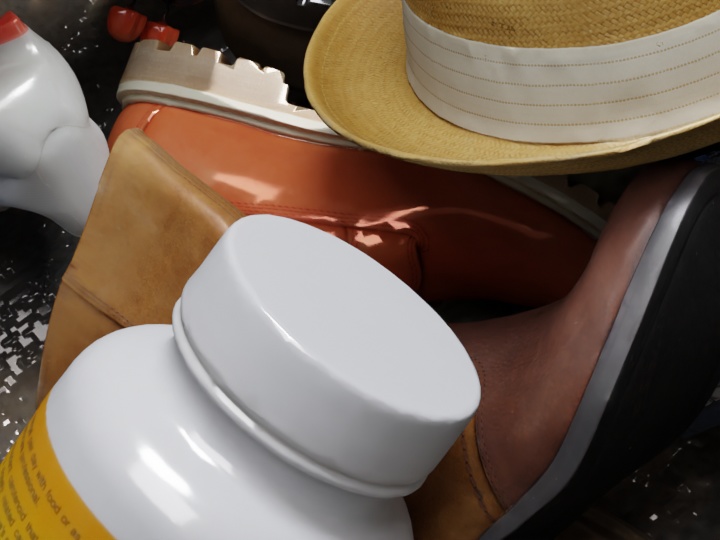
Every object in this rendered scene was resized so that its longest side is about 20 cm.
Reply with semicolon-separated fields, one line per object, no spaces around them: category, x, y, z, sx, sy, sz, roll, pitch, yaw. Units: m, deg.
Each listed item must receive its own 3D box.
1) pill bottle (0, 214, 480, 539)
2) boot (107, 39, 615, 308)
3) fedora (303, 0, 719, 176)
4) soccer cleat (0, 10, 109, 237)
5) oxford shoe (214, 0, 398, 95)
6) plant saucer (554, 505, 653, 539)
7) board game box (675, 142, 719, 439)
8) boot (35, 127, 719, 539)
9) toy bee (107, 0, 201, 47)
pill bottle;-0.055;0.087;0.727;0.111;0.111;0.200;49;115;30
boot;0.000;0.000;0.871;0.199;0.075;0.108;15;77;19
fedora;0.066;-0.102;0.769;0.200;0.082;0.201;-12;28;7
soccer cleat;-0.147;-0.058;0.915;0.069;0.078;0.200;-38;29;-15
oxford shoe;0.047;-0.076;0.899;0.199;0.084;0.073;17;58;-1
plant saucer;0.024;0.150;0.796;0.199;0.029;0.201;-6;60;10
board game box;0.160;-0.039;0.760;0.035;0.200;0.136;32;57;-22
boot;0.004;0.012;0.788;0.200;0.189;0.068;35;30;28
toy bee;-0.050;-0.133;0.938;0.131;0.200;0.109;11;75;-28
